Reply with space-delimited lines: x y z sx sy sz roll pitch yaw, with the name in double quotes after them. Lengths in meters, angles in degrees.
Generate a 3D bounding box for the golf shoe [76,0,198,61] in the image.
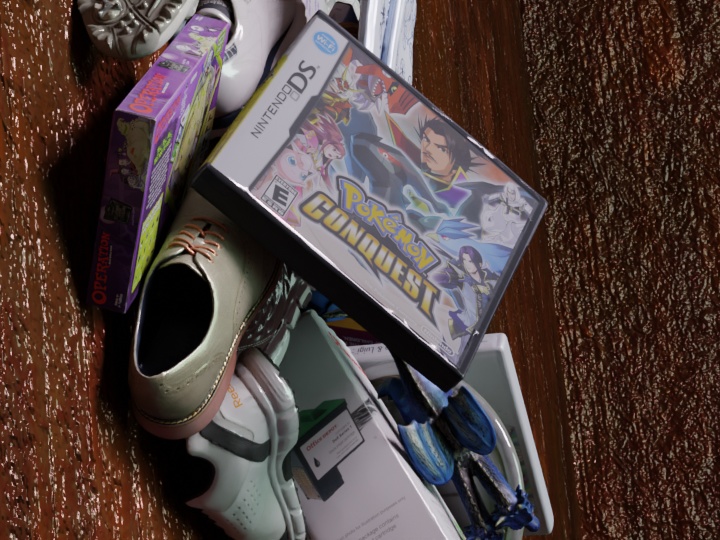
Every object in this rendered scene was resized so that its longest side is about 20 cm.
-0.123 -0.177 1.166 0.201 0.078 0.098 -82 166 -48 "golf shoe"

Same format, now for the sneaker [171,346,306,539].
-0.084 0.132 1.179 0.074 0.080 0.201 45 -28 36 "sneaker"

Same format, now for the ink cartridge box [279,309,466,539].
-0.003 0.144 1.283 0.201 0.084 0.146 57 1 21 "ink cartridge box"

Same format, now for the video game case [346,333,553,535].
0.044 0.136 1.453 0.024 0.180 0.201 -75 154 -50 "video game case"

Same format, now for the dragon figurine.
0.054 0.102 1.239 0.201 0.059 0.100 57 1 -27 "dragon figurine"

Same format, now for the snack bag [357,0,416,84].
0.020 -0.152 1.343 0.200 0.021 0.190 71 23 -69 "snack bag"

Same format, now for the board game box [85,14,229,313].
-0.118 -0.069 1.111 0.200 0.032 0.121 -70 177 -67 "board game box"

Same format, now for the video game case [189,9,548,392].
0.012 -0.048 1.156 0.200 0.025 0.181 39 44 -8 "video game case"

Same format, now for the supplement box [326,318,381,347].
0.032 0.060 1.520 0.201 0.102 0.131 79 27 -42 "supplement box"

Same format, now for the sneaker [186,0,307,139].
-0.089 -0.181 1.320 0.201 0.076 0.081 -84 156 -49 "sneaker"

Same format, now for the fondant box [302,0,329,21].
-0.047 -0.139 1.510 0.200 0.058 0.145 64 22 -52 "fondant box"

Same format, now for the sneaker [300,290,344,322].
0.000 0.000 1.279 0.066 0.199 0.078 54 52 -11 "sneaker"

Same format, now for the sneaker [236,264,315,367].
-0.068 -0.025 1.210 0.116 0.075 0.201 48 58 -53 "sneaker"

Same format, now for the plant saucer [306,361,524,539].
0.043 0.167 1.378 0.050 0.199 0.202 1 80 -56 "plant saucer"

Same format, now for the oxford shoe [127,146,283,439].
-0.088 -0.003 1.101 0.074 0.070 0.202 82 18 -62 "oxford shoe"

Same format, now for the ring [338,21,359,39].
-0.042 -0.083 1.333 0.201 0.019 0.201 -51 155 -35 "ring"

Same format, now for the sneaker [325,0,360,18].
-0.035 -0.239 1.616 0.200 0.074 0.082 34 58 -73 "sneaker"

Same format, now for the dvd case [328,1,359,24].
-0.036 -0.083 1.417 0.201 0.017 0.143 -64 153 -24 "dvd case"
